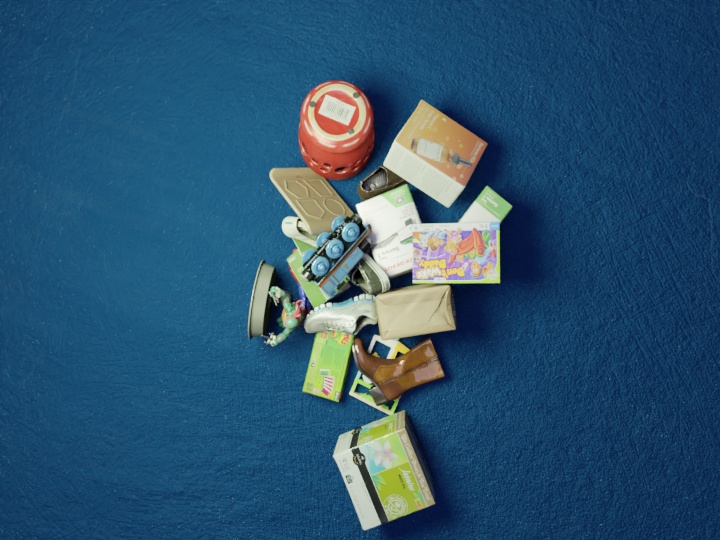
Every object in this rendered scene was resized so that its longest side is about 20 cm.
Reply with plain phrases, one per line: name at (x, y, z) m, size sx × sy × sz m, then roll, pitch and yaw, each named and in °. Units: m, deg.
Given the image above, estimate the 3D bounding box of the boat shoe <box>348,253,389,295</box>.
boat shoe at (0.000, 0.000, 1.346) m, size 0.063 × 0.200 × 0.072 m, roll -19°, pitch 119°, yaw -19°

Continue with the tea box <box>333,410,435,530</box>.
tea box at (0.062, 0.493, 1.350) m, size 0.194 × 0.134 × 0.203 m, roll -23°, pitch 92°, yaw 6°

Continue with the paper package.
paper package at (0.134, 0.093, 1.319) m, size 0.186 × 0.200 × 0.106 m, roll -10°, pitch 90°, yaw 7°

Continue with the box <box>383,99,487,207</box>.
box at (0.183, -0.284, 1.323) m, size 0.198 × 0.107 × 0.154 m, roll 32°, pitch 65°, yaw -1°

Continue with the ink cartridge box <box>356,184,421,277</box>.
ink cartridge box at (0.090, -0.093, 1.376) m, size 0.144 × 0.084 × 0.204 m, roll -21°, pitch 86°, yaw 7°

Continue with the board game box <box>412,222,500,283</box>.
board game box at (0.218, -0.038, 1.239) m, size 0.195 × 0.045 × 0.138 m, roll -1°, pitch 88°, yaw 10°

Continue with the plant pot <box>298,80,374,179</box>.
plant pot at (-0.060, -0.348, 1.339) m, size 0.196 × 0.183 × 0.205 m, roll 0°, pitch 82°, yaw -2°

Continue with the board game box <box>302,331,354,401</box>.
board game box at (-0.078, 0.228, 1.421) m, size 0.099 × 0.048 × 0.204 m, roll 13°, pitch 91°, yaw 7°

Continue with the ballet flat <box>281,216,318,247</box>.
ballet flat at (-0.104, -0.093, 1.360) m, size 0.069 × 0.197 × 0.071 m, roll -18°, pitch 66°, yaw 46°

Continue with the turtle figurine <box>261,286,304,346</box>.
turtle figurine at (-0.190, 0.116, 1.354) m, size 0.098 × 0.200 × 0.153 m, roll 9°, pitch 96°, yaw -9°

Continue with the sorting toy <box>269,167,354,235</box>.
sorting toy at (-0.117, -0.174, 1.357) m, size 0.037 × 0.183 × 0.201 m, roll -48°, pitch 68°, yaw 36°

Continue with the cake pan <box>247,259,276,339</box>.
cake pan at (-0.247, 0.076, 1.372) m, size 0.036 × 0.200 × 0.205 m, roll 9°, pitch 91°, yaw -3°

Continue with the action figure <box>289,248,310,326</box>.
action figure at (-0.148, 0.042, 1.424) m, size 0.051 × 0.065 × 0.204 m, roll -17°, pitch 86°, yaw 24°

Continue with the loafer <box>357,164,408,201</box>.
loafer at (0.079, -0.245, 1.392) m, size 0.198 × 0.071 × 0.074 m, roll -35°, pitch 85°, yaw 5°

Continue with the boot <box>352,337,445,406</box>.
boot at (0.092, 0.222, 1.367) m, size 0.197 × 0.068 × 0.191 m, roll -27°, pitch 86°, yaw 6°

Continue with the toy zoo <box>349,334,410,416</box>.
toy zoo at (0.066, 0.259, 1.415) m, size 0.129 × 0.020 × 0.203 m, roll 25°, pitch 93°, yaw 7°

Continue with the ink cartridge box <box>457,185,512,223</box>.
ink cartridge box at (0.273, -0.092, 1.328) m, size 0.084 × 0.146 × 0.201 m, roll 39°, pitch 94°, yaw 7°

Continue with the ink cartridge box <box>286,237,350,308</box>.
ink cartridge box at (-0.120, -0.015, 1.394) m, size 0.059 × 0.103 × 0.202 m, roll -33°, pitch 86°, yaw 41°

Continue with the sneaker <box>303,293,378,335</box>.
sneaker at (-0.047, 0.126, 1.343) m, size 0.196 × 0.076 × 0.088 m, roll -19°, pitch 50°, yaw 4°

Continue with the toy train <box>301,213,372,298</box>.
toy train at (-0.053, -0.038, 1.287) m, size 0.201 × 0.086 × 0.114 m, roll -48°, pitch 126°, yaw -6°
